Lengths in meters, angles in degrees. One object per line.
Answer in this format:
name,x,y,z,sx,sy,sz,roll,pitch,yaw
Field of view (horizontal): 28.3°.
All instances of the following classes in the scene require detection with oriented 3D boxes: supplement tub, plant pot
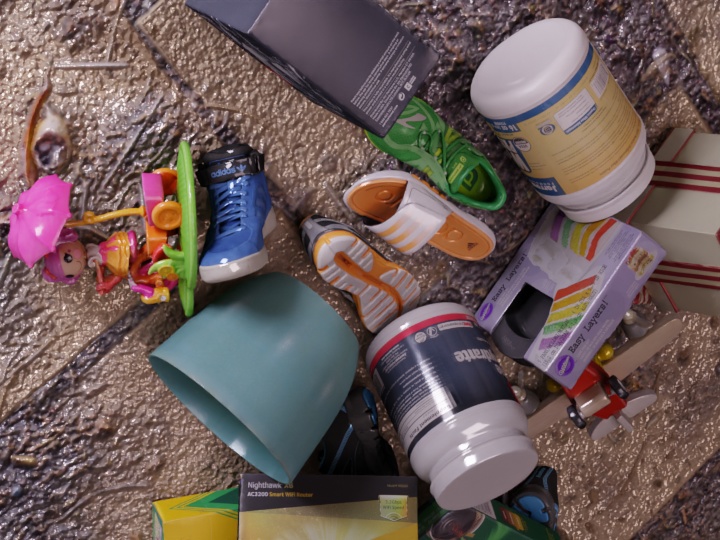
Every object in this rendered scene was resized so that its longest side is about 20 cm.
supplement tub,0.231,-0.166,1.609,0.145,0.145,0.200,-44,119,-6
supplement tub,0.102,0.150,1.603,0.140,0.201,0.141,-19,150,-12
plant pot,-0.098,0.100,1.517,0.161,0.200,0.201,-48,120,-16

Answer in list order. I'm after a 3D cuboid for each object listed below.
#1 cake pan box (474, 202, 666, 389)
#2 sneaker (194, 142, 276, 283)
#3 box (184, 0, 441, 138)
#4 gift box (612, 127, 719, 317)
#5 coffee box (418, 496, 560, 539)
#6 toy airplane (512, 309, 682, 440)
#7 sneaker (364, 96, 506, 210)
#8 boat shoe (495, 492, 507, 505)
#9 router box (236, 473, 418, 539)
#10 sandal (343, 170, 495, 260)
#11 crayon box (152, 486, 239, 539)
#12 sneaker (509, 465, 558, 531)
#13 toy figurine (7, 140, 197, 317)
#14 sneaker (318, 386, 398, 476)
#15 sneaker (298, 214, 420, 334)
cake pan box,0.234,0.022,1.649,0.052,0.184,0.200,34,93,-27
sneaker,-0.133,-0.067,1.449,0.076,0.200,0.112,-11,109,12
box,-0.051,-0.240,1.419,0.182,0.200,0.104,36,90,-29
gift box,0.406,-0.050,1.704,0.200,0.186,0.185,-45,123,-23
coffee box,0.138,0.328,1.692,0.123,0.044,0.200,-42,129,20
toy airplane,0.280,0.129,1.750,0.199,0.141,0.199,-17,151,-29
sneaker,0.091,-0.131,1.589,0.200,0.084,0.074,31,92,-29
boat shoe,0.146,0.239,1.740,0.073,0.060,0.201,-1,112,6
router box,-0.036,0.305,1.567,0.199,0.052,0.158,1,73,-5
sandal,0.076,-0.047,1.607,0.206,0.059,0.079,24,132,-30
crayon box,-0.149,0.353,1.647,0.172,0.058,0.201,-7,110,-23
sneaker,0.223,0.338,1.809,0.082,0.073,0.201,-54,156,-51
toy figurine,-0.263,-0.032,1.451,0.183,0.151,0.201,-3,133,-10
sneaker,-0.004,0.225,1.673,0.081,0.073,0.201,-14,117,8
sneaker,0.000,0.000,1.599,0.078,0.077,0.200,-43,137,-2
